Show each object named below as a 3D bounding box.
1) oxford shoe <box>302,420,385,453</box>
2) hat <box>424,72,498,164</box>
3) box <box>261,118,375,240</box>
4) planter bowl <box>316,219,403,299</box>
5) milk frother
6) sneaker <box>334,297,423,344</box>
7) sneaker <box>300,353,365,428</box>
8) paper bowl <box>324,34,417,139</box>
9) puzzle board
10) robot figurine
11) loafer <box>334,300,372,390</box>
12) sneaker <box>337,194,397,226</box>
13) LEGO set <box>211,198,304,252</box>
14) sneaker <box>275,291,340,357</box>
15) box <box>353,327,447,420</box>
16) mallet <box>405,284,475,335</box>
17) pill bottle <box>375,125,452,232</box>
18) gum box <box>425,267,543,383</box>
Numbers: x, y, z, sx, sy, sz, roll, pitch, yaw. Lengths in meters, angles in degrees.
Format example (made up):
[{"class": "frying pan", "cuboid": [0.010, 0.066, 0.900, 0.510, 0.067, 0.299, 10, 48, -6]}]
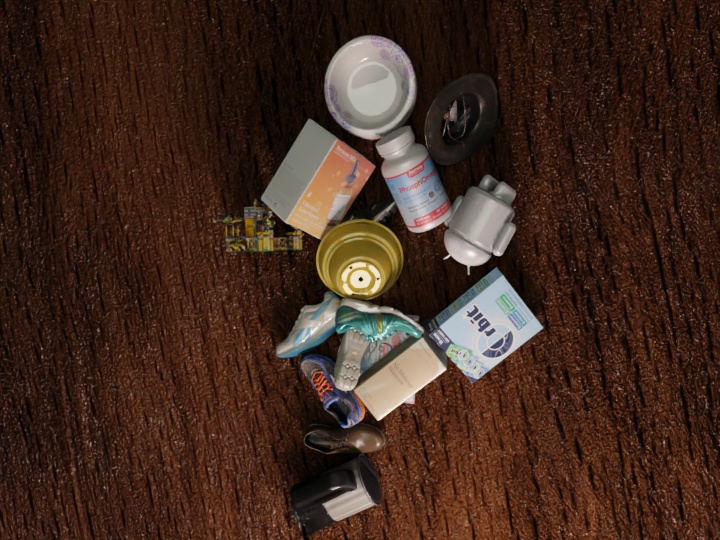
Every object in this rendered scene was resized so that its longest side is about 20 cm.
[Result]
[{"class": "oxford shoe", "cuboid": [-0.040, 0.397, 1.326, 0.194, 0.084, 0.075, -2, 93, 8]}, {"class": "hat", "cuboid": [0.198, -0.328, 1.218, 0.203, 0.198, 0.081, -58, 42, 9]}, {"class": "box", "cuboid": [-0.090, -0.189, 1.234, 0.106, 0.151, 0.202, 41, 102, 36]}, {"class": "planter bowl", "cuboid": [0.000, 0.000, 1.243, 0.195, 0.084, 0.205, -1, 121, -2]}, {"class": "milk frother", "cuboid": [-0.049, 0.548, 1.281, 0.185, 0.180, 0.204, -27, 74, 11]}, {"class": "sneaker", "cuboid": [0.039, 0.119, 1.228, 0.195, 0.078, 0.082, 10, 72, 14]}, {"class": "sneaker", "cuboid": [-0.067, 0.275, 1.316, 0.200, 0.078, 0.075, 47, 110, 3]}, {"class": "paper bowl", "cuboid": [0.025, -0.388, 1.237, 0.195, 0.104, 0.207, 1, 95, 9]}, {"class": "puzzle board", "cuboid": [0.057, 0.201, 1.326, 0.146, 0.017, 0.206, 4, 95, 9]}, {"class": "robot figurine", "cuboid": [0.250, -0.097, 1.219, 0.169, 0.112, 0.203, 36, 102, 44]}, {"class": "loafer", "cuboid": [-0.017, 0.168, 1.292, 0.069, 0.070, 0.204, 23, 77, -16]}, {"class": "sneaker", "cuboid": [-0.003, -0.116, 1.283, 0.199, 0.076, 0.088, -41, 82, 11]}, {"class": "LEGO set", "cuboid": [-0.216, -0.103, 1.270, 0.150, 0.199, 0.119, 0, 93, 30]}, {"class": "sneaker", "cuboid": [-0.119, 0.131, 1.327, 0.198, 0.076, 0.082, -36, 73, 9]}, {"class": "box", "cuboid": [0.090, 0.227, 1.268, 0.199, 0.078, 0.095, -41, 93, 15]}, {"class": "mallet", "cuboid": [0.186, 0.088, 1.279, 0.195, 0.041, 0.067, -17, 93, 9]}, {"class": "pill bottle", "cuboid": [0.110, -0.192, 1.208, 0.107, 0.109, 0.203, -25, 111, 10]}, {"class": "gum box", "cuboid": [0.267, 0.121, 1.238, 0.199, 0.045, 0.170, -40, 113, 10]}]
